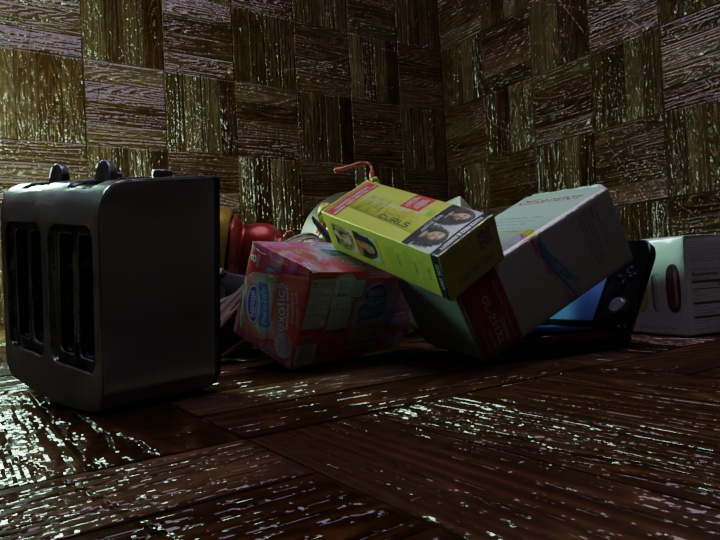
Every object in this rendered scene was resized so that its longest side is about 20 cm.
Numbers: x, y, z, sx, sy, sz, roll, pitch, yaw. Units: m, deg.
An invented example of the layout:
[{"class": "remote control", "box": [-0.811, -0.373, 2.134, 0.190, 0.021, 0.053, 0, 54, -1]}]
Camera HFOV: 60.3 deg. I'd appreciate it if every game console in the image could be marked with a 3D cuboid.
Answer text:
[{"class": "game console", "box": [0.201, 0.023, 0.704, 0.117, 0.176, 0.198, 33, -17, -24]}]

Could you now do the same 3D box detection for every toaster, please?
[{"class": "toaster", "box": [-0.207, 0.015, 0.521, 0.177, 0.207, 0.117, 6, 8, 40]}]

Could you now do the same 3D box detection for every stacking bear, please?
[{"class": "stacking bear", "box": [-0.194, -0.032, 0.813, 0.193, 0.117, 0.122, 9, -27, -11]}]

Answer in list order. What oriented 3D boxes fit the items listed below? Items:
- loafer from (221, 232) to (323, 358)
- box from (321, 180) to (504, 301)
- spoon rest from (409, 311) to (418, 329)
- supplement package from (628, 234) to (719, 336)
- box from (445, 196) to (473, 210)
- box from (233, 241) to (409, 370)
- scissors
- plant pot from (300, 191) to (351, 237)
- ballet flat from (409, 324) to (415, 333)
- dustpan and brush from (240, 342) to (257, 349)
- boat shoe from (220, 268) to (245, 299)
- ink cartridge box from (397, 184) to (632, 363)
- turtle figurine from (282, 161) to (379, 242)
[{"class": "loafer", "box": [-0.112, 0.037, 0.714, 0.198, 0.073, 0.063, -39, 26, -7]}, {"class": "box", "box": [0.043, -0.037, 0.608, 0.074, 0.051, 0.198, -34, 31, -20]}, {"class": "spoon rest", "box": [0.120, 0.062, 0.886, 0.098, 0.062, 0.198, -31, -22, 28]}, {"class": "supplement package", "box": [0.392, 0.017, 0.801, 0.151, 0.115, 0.199, -3, -2, -21]}, {"class": "box", "box": [0.176, -0.011, 0.960, 0.076, 0.097, 0.199, -22, -43, 34]}, {"class": "box", "box": [-0.031, 0.030, 0.685, 0.093, 0.106, 0.197, 25, 17, 34]}, {"class": "scissors", "box": [0.000, 0.000, 0.794, 0.073, 0.204, 0.014, -36, -16, 37]}, {"class": "plant pot", "box": [0.012, -0.022, 0.986, 0.181, 0.194, 0.199, -3, 11, -19]}, {"class": "ballet flat", "box": [0.076, 0.063, 0.977, 0.061, 0.071, 0.199, -18, -7, 20]}, {"class": "dustpan and brush", "box": [-0.194, 0.087, 0.844, 0.194, 0.059, 0.139, 4, 10, 22]}, {"class": "boat shoe", "box": [-0.190, 0.024, 0.739, 0.193, 0.074, 0.064, 1, -43, -19]}, {"class": "ink cartridge box", "box": [0.157, -0.001, 0.650, 0.197, 0.085, 0.145, -30, 10, -15]}, {"class": "turtle figurine", "box": [-0.022, -0.038, 0.860, 0.199, 0.162, 0.064, -43, -25, 1]}]
